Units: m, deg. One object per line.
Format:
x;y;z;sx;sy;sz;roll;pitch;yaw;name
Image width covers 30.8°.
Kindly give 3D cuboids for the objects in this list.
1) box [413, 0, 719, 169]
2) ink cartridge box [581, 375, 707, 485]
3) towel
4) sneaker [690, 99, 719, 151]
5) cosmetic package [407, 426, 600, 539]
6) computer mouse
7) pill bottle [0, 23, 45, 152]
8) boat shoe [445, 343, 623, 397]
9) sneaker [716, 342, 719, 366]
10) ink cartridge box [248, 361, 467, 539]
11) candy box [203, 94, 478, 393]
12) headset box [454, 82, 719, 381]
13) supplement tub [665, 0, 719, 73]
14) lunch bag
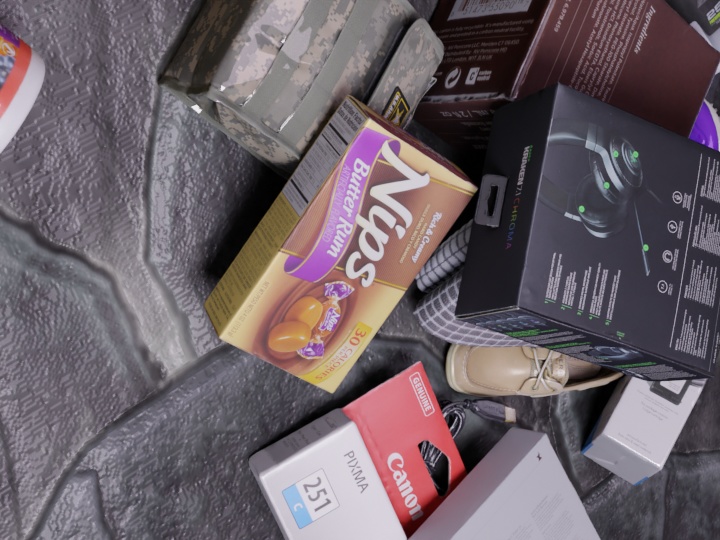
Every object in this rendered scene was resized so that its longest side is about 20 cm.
0.173;-0.168;1.148;0.199;0.165;0.166;32;77;-31;box
0.299;0.101;1.287;0.067;0.116;0.201;30;75;7;ink cartridge box
0.166;0.011;1.131;0.198;0.166;0.087;9;62;-24;towel
0.306;-0.079;1.306;0.099;0.069;0.203;0;94;-32;sneaker
0.120;0.262;1.156;0.200;0.051;0.152;-42;117;-28;cosmetic package
0.123;0.195;1.225;0.198;0.046;0.142;22;90;-24;computer mouse
-0.315;-0.154;0.850;0.199;0.111;0.112;38;74;-31;pill bottle
0.169;0.085;1.233;0.198;0.065;0.073;1;94;-34;boat shoe
0.296;-0.013;1.224;0.113;0.076;0.202;6;73;-8;sneaker
0.021;0.208;1.135;0.175;0.045;0.202;-29;111;-13;ink cartridge box
-0.015;-0.017;1.000;0.116;0.057;0.201;29;104;-32;candy box
0.179;-0.025;0.997;0.198;0.093;0.176;17;76;-24;headset box
0.280;-0.282;1.235;0.200;0.122;0.123;47;70;-28;supplement tub
-0.031;-0.156;1.040;0.199;0.117;0.165;35;82;-34;lunch bag
